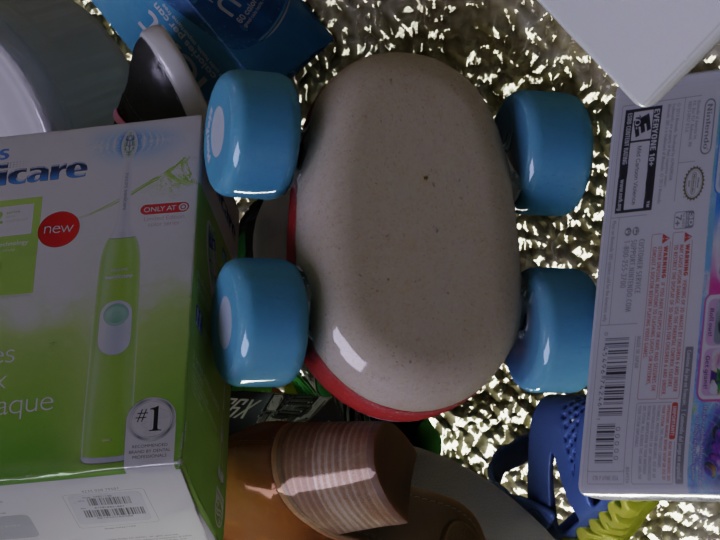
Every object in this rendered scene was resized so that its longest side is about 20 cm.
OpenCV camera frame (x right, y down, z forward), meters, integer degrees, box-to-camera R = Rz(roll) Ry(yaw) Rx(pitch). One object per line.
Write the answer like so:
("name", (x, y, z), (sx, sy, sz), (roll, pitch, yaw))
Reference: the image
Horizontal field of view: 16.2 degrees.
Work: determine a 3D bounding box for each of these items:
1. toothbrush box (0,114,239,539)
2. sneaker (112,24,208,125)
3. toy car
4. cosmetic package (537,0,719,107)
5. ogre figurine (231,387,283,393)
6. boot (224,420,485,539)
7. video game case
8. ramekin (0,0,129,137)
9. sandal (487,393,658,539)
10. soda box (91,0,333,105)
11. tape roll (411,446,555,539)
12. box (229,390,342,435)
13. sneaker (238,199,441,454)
("toothbrush box", (-0.140, 0.034, 1.225), (0.145, 0.201, 0.086), (-5, 144, 10))
("sneaker", (-0.129, -0.036, 1.337), (0.071, 0.099, 0.201), (55, 155, 38))
("toy car", (0.000, 0.000, 1.279), (0.200, 0.183, 0.178), (140, 129, -67))
("cosmetic package", (0.145, -0.207, 0.988), (0.166, 0.167, 0.200), (46, 141, 3))
("ogre figurine", (-0.111, 0.091, 1.539), (0.120, 0.098, 0.201), (19, 122, 48))
("boot", (-0.023, 0.147, 1.299), (0.154, 0.074, 0.201), (-9, 130, 26))
("video game case", (0.180, 0.004, 1.142), (0.181, 0.024, 0.201), (-5, 74, 46))
("ramekin", (-0.207, -0.076, 1.470), (0.202, 0.094, 0.204), (20, 122, 37))
("sandal", (0.123, 0.098, 1.336), (0.087, 0.079, 0.200), (45, 140, 11))
("soda box", (-0.110, -0.172, 1.347), (0.200, 0.064, 0.068), (50, 142, -2))
("tape roll", (0.051, 0.185, 1.411), (0.202, 0.037, 0.203), (30, 144, 25))
("box", (-0.072, 0.142, 1.417), (0.199, 0.050, 0.158), (2, 123, 43))
("sneaker", (-0.010, 0.038, 1.426), (0.085, 0.078, 0.201), (-3, 128, 37))
